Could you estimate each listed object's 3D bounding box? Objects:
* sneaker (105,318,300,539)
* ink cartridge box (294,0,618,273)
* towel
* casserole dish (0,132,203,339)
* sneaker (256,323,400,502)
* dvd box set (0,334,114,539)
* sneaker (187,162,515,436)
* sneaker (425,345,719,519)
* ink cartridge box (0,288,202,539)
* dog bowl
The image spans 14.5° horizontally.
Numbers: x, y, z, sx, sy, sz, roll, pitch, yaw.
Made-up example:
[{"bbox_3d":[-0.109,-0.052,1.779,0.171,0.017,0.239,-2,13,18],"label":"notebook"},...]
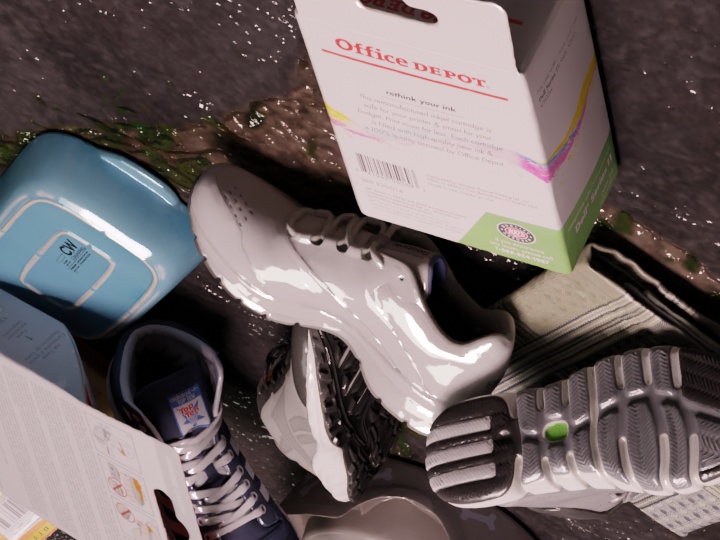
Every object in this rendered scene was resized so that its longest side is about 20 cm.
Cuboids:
[{"bbox_3d":[-0.091,0.119,1.691,0.200,0.070,0.109,57,164,12],"label":"sneaker"},{"bbox_3d":[0.044,-0.092,1.284,0.117,0.067,0.200,17,152,22],"label":"ink cartridge box"},{"bbox_3d":[0.153,0.063,1.501,0.192,0.035,0.200,37,154,-11],"label":"towel"},{"bbox_3d":[-0.164,-0.013,1.652,0.121,0.039,0.200,33,152,-10],"label":"casserole dish"},{"bbox_3d":[-0.028,0.067,1.626,0.079,0.074,0.200,26,154,16],"label":"sneaker"},{"bbox_3d":[-0.242,0.081,1.807,0.146,0.029,0.200,-41,114,19],"label":"dvd box set"},{"bbox_3d":[0.000,0.000,1.493,0.200,0.075,0.087,34,135,1],"label":"sneaker"},{"bbox_3d":[0.143,0.089,1.462,0.200,0.075,0.115,-8,164,31],"label":"sneaker"},{"bbox_3d":[-0.155,0.108,1.694,0.200,0.047,0.160,25,144,32],"label":"ink cartridge box"},{"bbox_3d":[0.035,0.189,1.790,0.200,0.059,0.200,22,153,12],"label":"dog bowl"}]
